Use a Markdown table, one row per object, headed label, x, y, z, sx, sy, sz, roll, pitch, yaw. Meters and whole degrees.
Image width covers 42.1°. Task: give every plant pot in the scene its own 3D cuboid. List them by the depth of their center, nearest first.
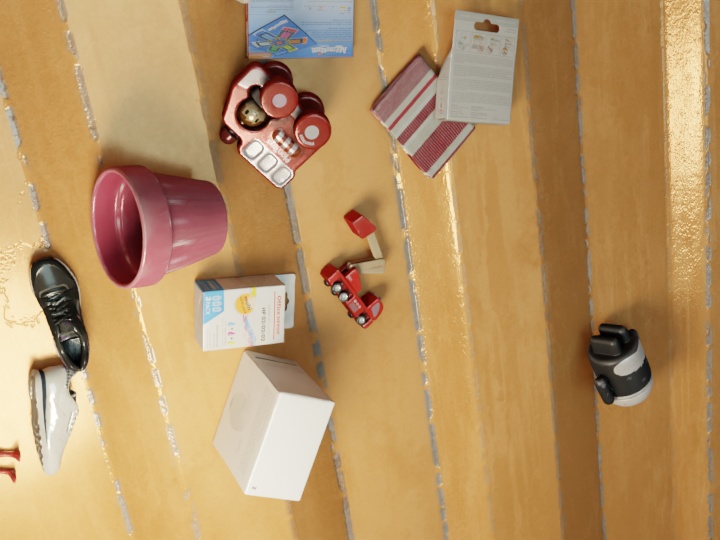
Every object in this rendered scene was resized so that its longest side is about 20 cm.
| label | x | y | z | sx | sy | sz | roll | pitch | yaw |
| --- | --- | --- | --- | --- | --- | --- | --- | --- | --- |
| plant pot | -0.328 | -0.079 | 1.563 | 0.178 | 0.199 | 0.203 | -9 | 111 | -39 |

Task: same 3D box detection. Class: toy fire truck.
| label | x | y | z | sx | sy | sz | roll | pitch | yaw |
| --- | --- | --- | --- | --- | --- | --- | --- | --- | --- |
| toy fire truck | -0.155 | -0.256 | 1.632 | 0.168 | 0.113 | 0.200 | -42 | 120 | 14 |
| toy fire truck | 0.000 | 0.000 | 1.815 | 0.141 | 0.049 | 0.201 | -41 | 119 | -8 |

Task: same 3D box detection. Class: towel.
| label | x | y | z | sx | sy | sz | roll | pitch | yaw |
| --- | --- | --- | --- | --- | --- | --- | --- | --- | --- |
| towel | 0.122 | -0.292 | 1.794 | 0.144 | 0.023 | 0.200 | -49 | 122 | -6 |

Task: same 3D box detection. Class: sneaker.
| label | x | y | z | sx | sy | sz | roll | pitch | yaw |
| --- | --- | --- | --- | --- | --- | --- | --- | --- | --- |
| sneaker | -0.497 | 0.075 | 1.579 | 0.075 | 0.087 | 0.202 | -21 | 114 | -17 |
| sneaker | -0.531 | 0.264 | 1.638 | 0.080 | 0.076 | 0.203 | -8 | 112 | -33 |

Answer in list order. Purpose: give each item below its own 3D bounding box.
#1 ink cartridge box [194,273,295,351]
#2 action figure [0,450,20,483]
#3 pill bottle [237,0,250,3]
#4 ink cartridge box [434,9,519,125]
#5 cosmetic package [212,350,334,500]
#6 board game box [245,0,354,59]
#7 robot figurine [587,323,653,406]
| label | x | y | z | sx | sy | sz | roll | pitch | yaw |
| --- | --- | --- | --- | --- | --- | --- | --- | --- | --- |
| ink cartridge box | -0.204 | 0.075 | 1.731 | 0.198 | 0.068 | 0.117 | -5 | 109 | -24 |
| action figure | -0.678 | 0.335 | 1.576 | 0.198 | 0.099 | 0.066 | 10 | 101 | -25 |
| pill bottle | -0.172 | -0.547 | 1.516 | 0.112 | 0.113 | 0.201 | 33 | 91 | -30 |
| ink cartridge box | 0.224 | -0.384 | 1.794 | 0.161 | 0.057 | 0.203 | -2 | 96 | -32 |
| cosmetic package | -0.165 | 0.286 | 1.744 | 0.122 | 0.200 | 0.201 | 15 | 100 | -28 |
| board game box | -0.105 | -0.425 | 1.642 | 0.198 | 0.019 | 0.104 | -7 | 108 | -24 |
| robot figurine | 0.589 | 0.215 | 2.129 | 0.149 | 0.125 | 0.201 | -27 | 118 | 4 |
